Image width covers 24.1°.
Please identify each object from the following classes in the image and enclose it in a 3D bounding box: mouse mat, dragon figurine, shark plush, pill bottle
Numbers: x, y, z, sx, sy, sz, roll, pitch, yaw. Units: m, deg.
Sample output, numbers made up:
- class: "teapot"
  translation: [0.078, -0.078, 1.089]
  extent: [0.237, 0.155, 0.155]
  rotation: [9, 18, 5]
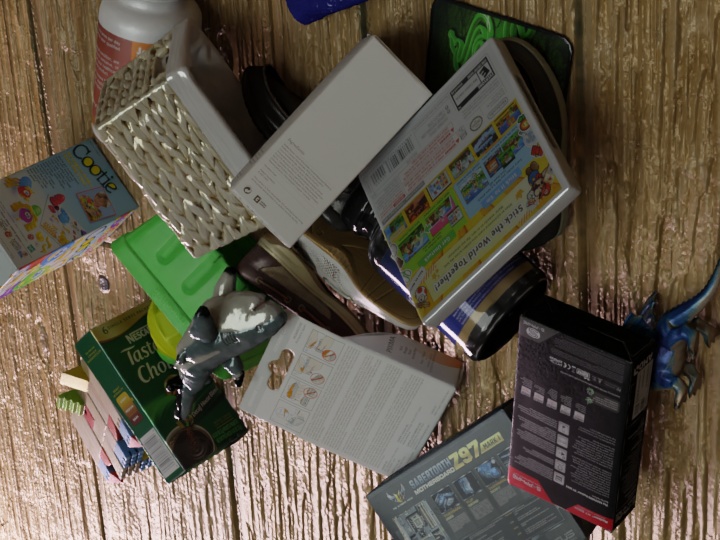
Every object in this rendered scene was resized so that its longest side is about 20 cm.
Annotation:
- class: "mouse mat"
  translation: [0.125, -0.150, 1.626]
  extent: [0.160, 0.008, 0.202]
  rotation: [23, 122, 30]
- class: "dragon figurine"
  translation: [0.274, 0.061, 1.566]
  extent: [0.099, 0.059, 0.202]
  rotation: [28, 127, 26]
- class: "shark plush"
  translation: [-0.153, 0.094, 1.756]
  extent: [0.083, 0.091, 0.201]
  rotation: [32, 114, -2]
- class: "pill bottle"
  translation: [-0.228, -0.235, 1.805]
  extent: [0.111, 0.112, 0.202]
  rotation: [27, 126, 27]
- class: "pill bottle"
  translation: [0.079, -0.016, 1.656]
  extent: [0.200, 0.111, 0.112]
  rotation: [43, 131, 16]

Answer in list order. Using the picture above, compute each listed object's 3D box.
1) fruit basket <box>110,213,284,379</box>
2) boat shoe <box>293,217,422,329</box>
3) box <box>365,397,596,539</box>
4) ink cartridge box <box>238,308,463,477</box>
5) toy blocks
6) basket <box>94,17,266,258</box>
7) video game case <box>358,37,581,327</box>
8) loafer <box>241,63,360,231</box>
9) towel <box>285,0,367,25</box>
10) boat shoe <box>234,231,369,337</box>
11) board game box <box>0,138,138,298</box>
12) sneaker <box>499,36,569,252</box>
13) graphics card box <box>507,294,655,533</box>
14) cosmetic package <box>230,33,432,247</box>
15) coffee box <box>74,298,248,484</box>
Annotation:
- class: "fruit basket"
  translation: [-0.189, 0.040, 1.894]
  extent: [0.213, 0.155, 0.219]
  rotation: [5, 101, 24]
- class: "boat shoe"
  translation: [0.000, 0.000, 1.765]
  extent: [0.200, 0.071, 0.070]
  rotation: [42, 152, 24]
- class: "box"
  translation: [0.125, 0.248, 1.754]
  extent: [0.199, 0.051, 0.159]
  rotation: [-36, 87, 28]
- class: "ink cartridge box"
  translation: [-0.011, 0.124, 1.789]
  extent: [0.198, 0.050, 0.163]
  rotation: [26, 129, -2]
- class: "toy blocks"
  translation: [-0.293, 0.187, 2.049]
  extent: [0.137, 0.099, 0.201]
  rotation: [55, 149, 24]
- class: "basket"
  translation: [-0.170, -0.130, 1.729]
  extent: [0.123, 0.136, 0.201]
  rotation: [-30, 118, 14]
- class: "video game case"
  translation: [0.094, -0.080, 1.537]
  extent: [0.200, 0.023, 0.183]
  rotation: [-44, 53, 30]
- class: "loafer"
  translation: [-0.047, -0.138, 1.742]
  extent: [0.071, 0.073, 0.201]
  rotation: [-37, 85, 18]
- class: "towel"
  translation: [-0.005, -0.332, 1.624]
  extent: [0.199, 0.049, 0.150]
  rotation: [-13, 95, 43]
- class: "boat shoe"
  translation: [-0.055, 0.052, 1.791]
  extent: [0.200, 0.072, 0.072]
  rotation: [49, 170, -17]
- class: "board game box"
  translation: [-0.375, -0.056, 1.951]
  extent: [0.105, 0.199, 0.103]
  rotation: [55, 133, 3]
- class: "sneaker"
  translation: [0.138, -0.108, 1.557]
  extent: [0.074, 0.106, 0.202]
  rotation: [1, 111, 39]
- class: "graphics card box"
  translation: [0.206, 0.136, 1.593]
  extent: [0.125, 0.051, 0.202]
  rotation: [23, 129, 32]
- class: "cosmetic package"
  translation: [-0.031, -0.126, 1.620]
  extent: [0.085, 0.108, 0.200]
  rotation: [44, 92, -7]
- class: "coffee box"
  translation: [-0.234, 0.138, 1.980]
  extent: [0.044, 0.123, 0.201]
  rotation: [-40, 81, 41]
